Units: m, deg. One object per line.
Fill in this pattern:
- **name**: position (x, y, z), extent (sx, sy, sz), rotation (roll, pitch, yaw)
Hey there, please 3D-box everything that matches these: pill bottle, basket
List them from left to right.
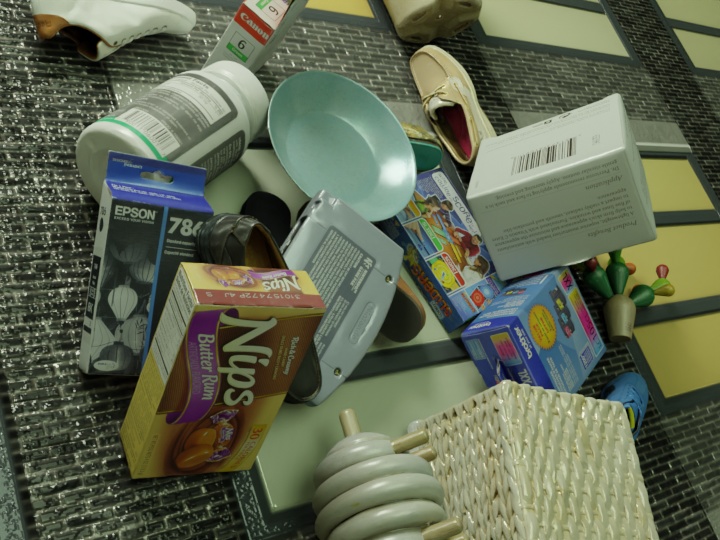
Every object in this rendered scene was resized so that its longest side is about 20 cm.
- **pill bottle**: position (-0.189, -0.141, 0.869), extent (0.113, 0.113, 0.200), rotation (45, 46, -2)
- **basket**: position (0.176, 0.239, 0.852), extent (0.198, 0.161, 0.200), rotation (14, 56, -29)

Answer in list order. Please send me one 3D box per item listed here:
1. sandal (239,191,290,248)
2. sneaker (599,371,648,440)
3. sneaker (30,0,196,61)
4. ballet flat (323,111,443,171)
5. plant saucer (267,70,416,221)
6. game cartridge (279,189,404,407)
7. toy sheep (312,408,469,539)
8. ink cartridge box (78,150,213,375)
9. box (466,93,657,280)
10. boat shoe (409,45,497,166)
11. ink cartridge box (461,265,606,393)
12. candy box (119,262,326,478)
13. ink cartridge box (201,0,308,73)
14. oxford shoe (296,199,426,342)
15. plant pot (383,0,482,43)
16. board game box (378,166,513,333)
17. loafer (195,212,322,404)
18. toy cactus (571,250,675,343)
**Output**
- **sandal**: position (-0.102, -0.003, 0.887), extent (0.076, 0.043, 0.201), rotation (11, 58, -30)
- **sneaker**: position (0.341, 0.185, 1.064), extent (0.066, 0.078, 0.200), rotation (51, 44, 6)
- **sneaker**: position (-0.278, -0.276, 0.940), extent (0.200, 0.073, 0.085), rotation (-4, 95, -44)
- **ballet flat**: position (0.017, -0.174, 1.081), extent (0.200, 0.071, 0.071), rotation (8, 58, -31)
- **plant saucer**: position (-0.026, -0.139, 0.963), extent (0.201, 0.039, 0.201), rotation (16, 58, -28)
- **game cartridge**: position (-0.039, 0.032, 0.857), extent (0.133, 0.042, 0.200), rotation (40, 65, -22)
- **toy sheep**: position (0.019, 0.219, 0.773), extent (0.138, 0.138, 0.200), rotation (8, 44, -32)
- **ink cartridge box**: position (-0.193, -0.003, 0.757), extent (0.099, 0.039, 0.201), rotation (6, 92, -32)
- **box**: position (0.259, -0.109, 1.065), extent (0.131, 0.199, 0.200), rotation (64, 25, -22)
- **boat shoe**: position (0.127, -0.237, 1.187), extent (0.069, 0.074, 0.200), rotation (-21, 76, -48)
- **ink cartridge box**: position (0.208, 0.097, 1.004), extent (0.200, 0.076, 0.137), rotation (-38, 105, -42)
- **candy box**: position (-0.121, 0.089, 0.706), extent (0.116, 0.200, 0.057), rotation (5, 37, -34)
- **ink cartridge box**: position (-0.110, -0.297, 0.967), extent (0.050, 0.200, 0.109), rotation (39, 46, -8)
- **oxford shoe**: position (0.000, 0.000, 0.961), extent (0.200, 0.071, 0.071), rotation (50, 16, 6)
- **plant pot**: position (0.096, -0.455, 1.247), extent (0.200, 0.200, 0.184), rotation (-6, 77, -38)
- **board game box**: position (0.109, -0.032, 1.066), extent (0.135, 0.034, 0.200), rotation (-22, 76, -43)
- **loafer**: position (-0.083, 0.041, 0.761), extent (0.073, 0.072, 0.200), rotation (-38, 112, -31)
- **toy cactus**: position (0.385, 0.023, 1.202), extent (0.200, 0.102, 0.165), rotation (24, 59, -32)
